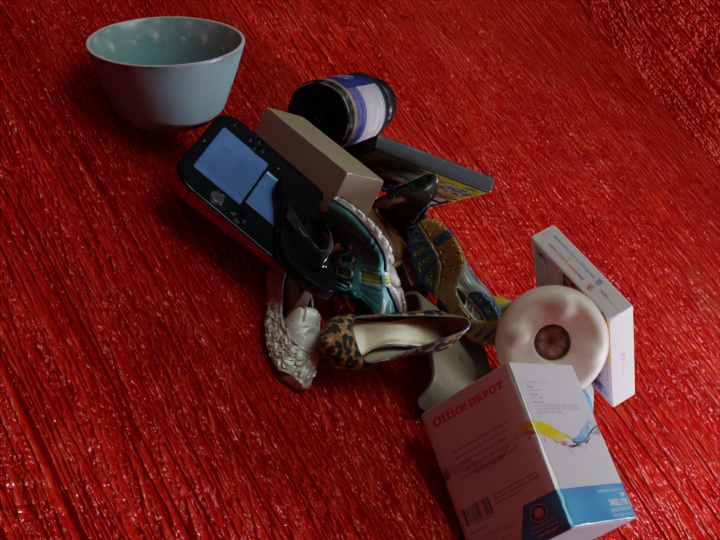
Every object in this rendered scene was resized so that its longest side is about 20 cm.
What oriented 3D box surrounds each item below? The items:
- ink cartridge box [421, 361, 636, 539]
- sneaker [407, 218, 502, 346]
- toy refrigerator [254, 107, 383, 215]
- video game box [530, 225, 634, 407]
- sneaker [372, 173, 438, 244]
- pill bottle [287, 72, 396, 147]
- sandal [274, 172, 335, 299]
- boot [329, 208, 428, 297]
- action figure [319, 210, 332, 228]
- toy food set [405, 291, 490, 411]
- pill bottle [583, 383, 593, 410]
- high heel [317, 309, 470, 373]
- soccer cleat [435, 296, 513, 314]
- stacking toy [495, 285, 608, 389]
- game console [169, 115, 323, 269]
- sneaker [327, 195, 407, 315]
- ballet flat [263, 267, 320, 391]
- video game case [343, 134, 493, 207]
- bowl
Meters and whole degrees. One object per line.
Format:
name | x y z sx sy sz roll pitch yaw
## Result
ink cartridge box | 0.195 0.228 1.430 0.145 0.146 0.201 7 56 -48
sneaker | 0.131 0.023 1.676 0.201 0.075 0.088 61 9 17
toy refrigerator | -0.065 -0.147 1.695 0.076 0.070 0.200 8 25 -47
video game box | 0.308 0.063 1.682 0.183 0.047 0.201 56 -13 40
sneaker | 0.087 -0.069 1.752 0.116 0.075 0.200 62 -11 -5
pill bottle | -0.022 -0.249 1.898 0.112 0.112 0.200 47 27 8
sandal | -0.068 -0.051 1.485 0.076 0.043 0.201 20 39 -35
boot | -0.001 -0.035 1.673 0.199 0.074 0.155 25 30 -49
action figure | -0.109 -0.078 1.609 0.199 0.055 0.119 10 44 -48
toy food set | 0.111 0.133 1.606 0.143 0.060 0.201 39 27 -32
pill bottle | 0.260 0.186 1.653 0.111 0.111 0.200 38 27 -8
high heel | 0.040 0.073 1.454 0.200 0.142 0.072 11 64 -65
soccer cleat | 0.175 0.065 1.785 0.199 0.065 0.084 14 15 -39
stacking toy | 0.247 0.082 1.640 0.146 0.146 0.200 40 6 -3
game console | -0.138 -0.104 1.526 0.176 0.031 0.200 36 33 -6
sneaker | 0.000 0.000 1.529 0.077 0.079 0.201 28 -36 54
ballet flat | -0.078 0.050 1.455 0.071 0.072 0.201 25 33 -29
video game case | 0.067 -0.144 1.799 0.199 0.180 0.026 18 78 -25
bowl | -0.247 -0.246 1.561 0.199 0.106 0.201 2 29 -1
